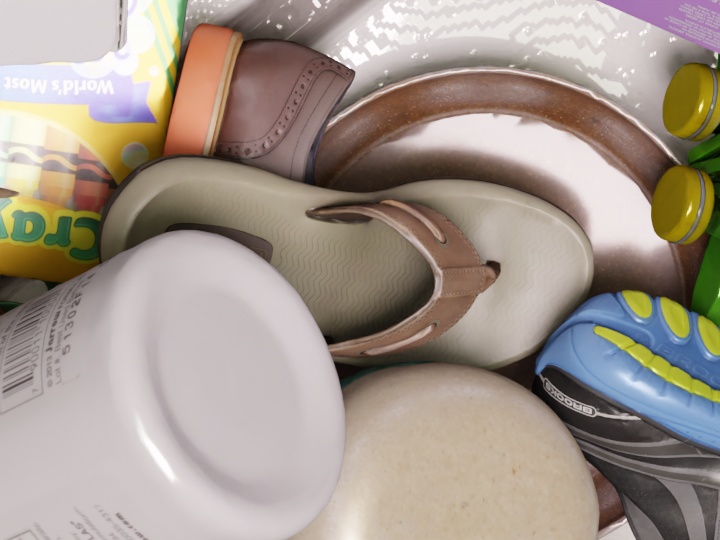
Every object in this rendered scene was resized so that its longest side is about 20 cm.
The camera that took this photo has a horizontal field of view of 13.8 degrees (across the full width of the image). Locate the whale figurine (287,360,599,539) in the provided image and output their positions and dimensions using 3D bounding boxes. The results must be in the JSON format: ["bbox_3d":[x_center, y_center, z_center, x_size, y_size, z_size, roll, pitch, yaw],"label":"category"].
[{"bbox_3d":[0.020,0.134,1.119,0.159,0.104,0.201,-6,94,-26],"label":"whale figurine"}]

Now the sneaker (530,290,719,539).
[{"bbox_3d":[0.151,0.083,1.148,0.199,0.071,0.083,33,136,-7],"label":"sneaker"}]

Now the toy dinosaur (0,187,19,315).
[{"bbox_3d":[-0.165,0.005,1.119,0.106,0.200,0.061,-18,66,-2],"label":"toy dinosaur"}]

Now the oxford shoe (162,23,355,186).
[{"bbox_3d":[-0.047,0.009,1.152,0.072,0.071,0.201,10,97,2],"label":"oxford shoe"}]

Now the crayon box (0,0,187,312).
[{"bbox_3d":[-0.137,-0.069,1.159,0.125,0.052,0.201,7,103,-9],"label":"crayon box"}]

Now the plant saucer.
[{"bbox_3d":[0.050,0.017,1.197,0.199,0.034,0.201,0,98,3],"label":"plant saucer"}]

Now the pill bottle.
[{"bbox_3d":[-0.112,0.071,1.075,0.200,0.114,0.114,-25,109,37],"label":"pill bottle"}]

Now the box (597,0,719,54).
[{"bbox_3d":[0.109,-0.162,1.132,0.199,0.039,0.137,22,56,-12],"label":"box"}]

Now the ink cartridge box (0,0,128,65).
[{"bbox_3d":[-0.160,-0.172,1.052,0.147,0.200,0.086,-4,140,-8],"label":"ink cartridge box"}]

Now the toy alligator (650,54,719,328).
[{"bbox_3d":[0.157,-0.069,1.156,0.059,0.054,0.201,14,76,-24],"label":"toy alligator"}]

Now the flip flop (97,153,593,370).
[{"bbox_3d":[0.000,0.000,1.112,0.199,0.058,0.081,10,99,-27],"label":"flip flop"}]
